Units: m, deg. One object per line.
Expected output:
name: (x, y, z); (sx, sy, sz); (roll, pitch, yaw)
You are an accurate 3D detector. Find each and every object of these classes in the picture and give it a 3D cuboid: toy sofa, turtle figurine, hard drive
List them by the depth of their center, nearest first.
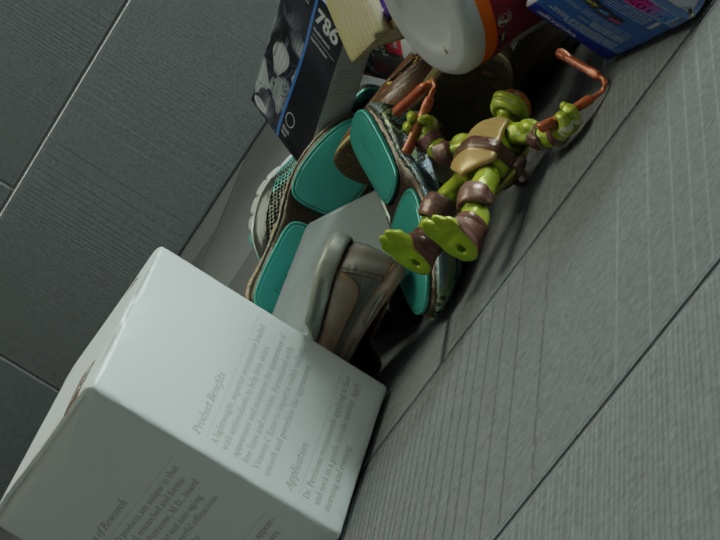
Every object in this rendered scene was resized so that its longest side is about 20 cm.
turtle figurine: (0.076, -0.071, 1.465); (0.199, 0.065, 0.162); (0, 48, 44)
toy sofa: (0.074, -0.233, 1.615); (0.199, 0.083, 0.098); (-18, -10, -28)
hard drive: (0.000, 0.000, 1.661); (0.200, 0.033, 0.140); (-24, 39, 54)

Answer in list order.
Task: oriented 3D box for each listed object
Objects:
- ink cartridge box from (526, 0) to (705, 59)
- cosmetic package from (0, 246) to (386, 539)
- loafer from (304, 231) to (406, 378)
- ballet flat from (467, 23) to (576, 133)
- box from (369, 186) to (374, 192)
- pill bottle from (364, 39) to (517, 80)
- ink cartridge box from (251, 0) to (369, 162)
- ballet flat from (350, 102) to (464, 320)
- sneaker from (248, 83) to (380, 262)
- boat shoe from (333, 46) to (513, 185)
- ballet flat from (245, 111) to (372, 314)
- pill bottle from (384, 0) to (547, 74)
ink cartridge box: (0.186, -0.221, 1.385); (0.137, 0.076, 0.200); (-59, 10, -8)
cosmetic package: (-0.117, 0.128, 1.485); (0.165, 0.199, 0.165); (-52, 10, 36)
loafer: (-0.010, 0.060, 1.551); (0.201, 0.062, 0.072); (99, -168, -45)
ballet flat: (0.112, -0.146, 1.649); (0.200, 0.046, 0.068); (-52, 10, 36)
box: (0.041, -0.084, 1.834); (0.159, 0.048, 0.200); (-55, 9, 22)
pill bottle: (0.058, -0.209, 1.785); (0.200, 0.111, 0.111); (20, 77, 53)
ink cartridge box: (-0.035, -0.192, 1.796); (0.100, 0.039, 0.201); (54, 140, 34)
ballet flat: (0.050, -0.048, 1.544); (0.074, 0.074, 0.201); (-51, 42, 38)
sneaker: (-0.033, -0.089, 1.886); (0.201, 0.077, 0.091); (-64, 13, -19)
boat shoe: (0.052, -0.131, 1.645); (0.200, 0.072, 0.068); (-37, 33, 45)
ballet flat: (-0.043, -0.045, 1.811); (0.201, 0.068, 0.067); (-59, 1, -5)
pill bottle: (0.118, -0.232, 1.503); (0.199, 0.110, 0.110); (-34, 0, -20)
